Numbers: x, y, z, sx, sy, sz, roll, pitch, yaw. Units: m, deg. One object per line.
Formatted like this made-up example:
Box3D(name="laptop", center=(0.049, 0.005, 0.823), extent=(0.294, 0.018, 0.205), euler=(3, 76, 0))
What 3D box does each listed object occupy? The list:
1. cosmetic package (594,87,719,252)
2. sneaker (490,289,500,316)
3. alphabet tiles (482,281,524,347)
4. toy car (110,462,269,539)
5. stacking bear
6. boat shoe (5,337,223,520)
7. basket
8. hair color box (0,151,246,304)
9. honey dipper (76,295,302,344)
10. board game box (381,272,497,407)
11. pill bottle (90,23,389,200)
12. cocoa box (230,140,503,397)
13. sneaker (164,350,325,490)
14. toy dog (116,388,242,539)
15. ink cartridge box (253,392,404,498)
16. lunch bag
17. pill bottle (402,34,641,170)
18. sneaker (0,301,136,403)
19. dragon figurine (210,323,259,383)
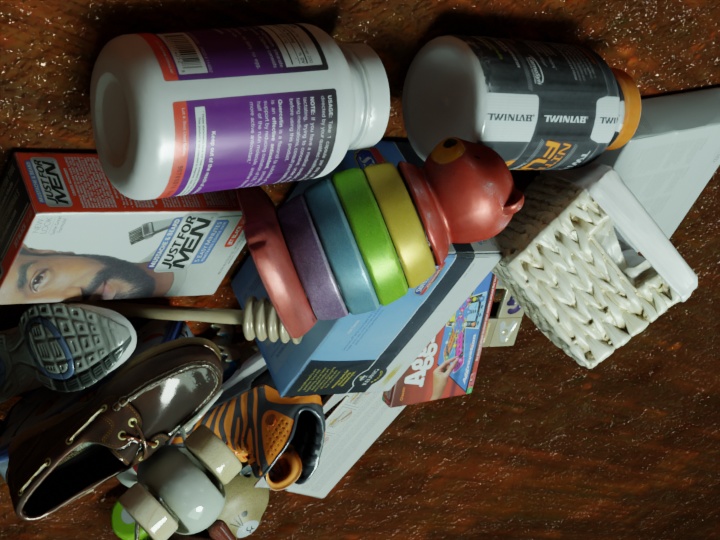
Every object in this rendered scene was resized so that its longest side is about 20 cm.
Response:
Box3D(name="cosmetic package", center=(0.276, -0.090, 1.412), extent=(0.150, 0.052, 0.201), euler=(-9, 146, -26))
Box3D(name="sneaker", center=(0.076, 0.032, 1.436), extent=(0.104, 0.060, 0.199), euler=(-44, 145, 13))
Box3D(name="alphabet tiles", center=(0.096, 0.004, 1.383), extent=(0.199, 0.008, 0.169), euler=(-2, 118, -35))
Box3D(name="toy car", center=(-0.142, 0.272, 1.557), extent=(0.200, 0.158, 0.164), euler=(-39, 150, -3))
Box3D(name="stacking bear", center=(0.021, -0.036, 1.060), extent=(0.198, 0.122, 0.114), euler=(-22, 118, 1))
Box3D(name="boat shoe", center=(-0.190, 0.129, 1.116), extent=(0.199, 0.071, 0.070), euler=(-34, 125, 8))
Box3D(name="basket", center=(0.191, -0.010, 1.263), extent=(0.123, 0.136, 0.200), euler=(-40, -172, 0))
Box3D(name="hair color box", center=(-0.185, -0.032, 1.102), extent=(0.199, 0.064, 0.111), euler=(-2, 143, -37))
Box3D(name="honey dipper", center=(-0.146, 0.035, 1.189), extent=(0.198, 0.038, 0.038), euler=(5, 152, 9))
Box3D(name="board game box", center=(0.083, 0.037, 1.377), extent=(0.102, 0.019, 0.202), euler=(-7, 120, -31))
Box3D(name="pill bottle", center=(-0.083, -0.115, 1.004), extent=(0.198, 0.113, 0.113), euler=(-9, 146, -30))
Box3D(name="cocoa box", center=(0.000, 0.000, 1.236), extent=(0.130, 0.134, 0.200), euler=(-1, 141, -39))
Box3D(name="sneaker", center=(-0.109, 0.163, 1.306), extent=(0.077, 0.113, 0.200), euler=(14, 134, -43))
Box3D(name="toy dog", center=(-0.146, 0.184, 1.172), extent=(0.131, 0.097, 0.200), euler=(-36, -169, 3))
Box3D(name="ink cartridge box", center=(-0.022, 0.147, 1.484), extent=(0.200, 0.045, 0.176), euler=(-49, 154, 6))
Box3D(name="lunch bag", center=(-0.229, 0.116, 1.235), extent=(0.199, 0.076, 0.160), euler=(-30, -164, 7))
Box3D(name="pill bottle", center=(0.140, -0.136, 1.166), extent=(0.199, 0.107, 0.106), euler=(-3, 143, -37))
Box3D(name="sneaker", center=(-0.243, 0.059, 1.161), extent=(0.199, 0.075, 0.087), euler=(-11, -175, 44))
Box3D(name="dragon figurine", center=(-0.124, 0.100, 1.367), extent=(0.199, 0.059, 0.099), euler=(7, 138, -40))
